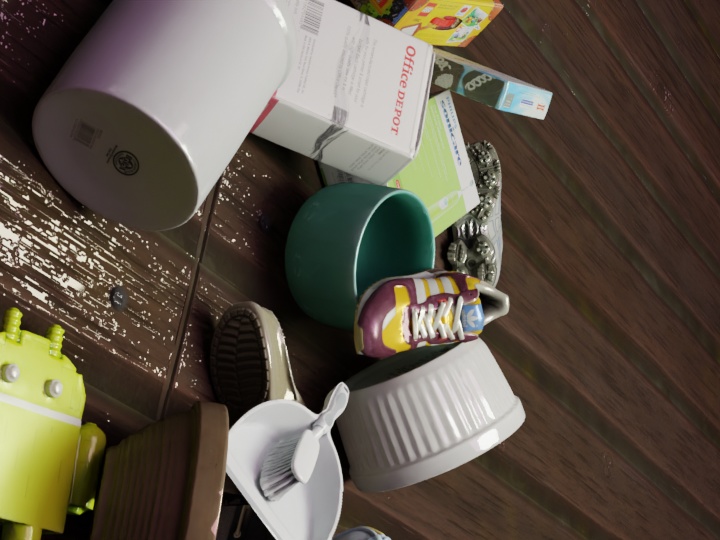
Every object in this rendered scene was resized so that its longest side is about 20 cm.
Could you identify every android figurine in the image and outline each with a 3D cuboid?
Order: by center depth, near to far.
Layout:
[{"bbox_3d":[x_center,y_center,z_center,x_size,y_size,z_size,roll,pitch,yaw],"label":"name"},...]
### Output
[{"bbox_3d":[-0.273,0.132,1.005,0.182,0.041,0.202,32,58,-48],"label":"android figurine"}]

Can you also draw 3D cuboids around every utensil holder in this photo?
[{"bbox_3d":[-0.167,-0.158,1.119,0.170,0.169,0.201,55,43,-33],"label":"utensil holder"}]

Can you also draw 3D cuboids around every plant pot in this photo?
[{"bbox_3d":[-0.172,0.201,1.053,0.092,0.201,0.203,13,66,-11],"label":"plant pot"}]

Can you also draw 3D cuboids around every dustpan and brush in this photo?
[{"bbox_3d":[-0.050,0.160,1.188,0.140,0.057,0.200,55,19,-11],"label":"dustpan and brush"}]

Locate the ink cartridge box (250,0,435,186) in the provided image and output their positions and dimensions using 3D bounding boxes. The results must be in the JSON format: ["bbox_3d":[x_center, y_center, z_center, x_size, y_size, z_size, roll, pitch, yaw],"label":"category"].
[{"bbox_3d":[-0.033,-0.194,1.324,0.198,0.085,0.147,20,61,-17],"label":"ink cartridge box"}]

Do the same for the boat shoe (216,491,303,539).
[{"bbox_3d":[-0.100,0.301,1.172,0.074,0.092,0.202,19,66,-52],"label":"boat shoe"}]

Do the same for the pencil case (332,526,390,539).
[{"bbox_3d":[0.024,0.359,1.333,0.201,0.090,0.083,64,-6,-26],"label":"pencil case"}]

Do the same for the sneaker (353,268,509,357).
[{"bbox_3d":[0.073,0.042,1.299,0.199,0.089,0.076,-24,118,-51],"label":"sneaker"}]

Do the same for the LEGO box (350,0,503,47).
[{"bbox_3d":[0.059,-0.347,1.525,0.149,0.077,0.199,55,31,15],"label":"LEGO box"}]

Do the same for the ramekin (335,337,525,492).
[{"bbox_3d":[0.065,0.144,1.371,0.200,0.199,0.106,-28,96,-55],"label":"ramekin"}]

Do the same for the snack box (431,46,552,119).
[{"bbox_3d":[0.117,-0.234,1.537,0.116,0.199,0.037,1,113,-55],"label":"snack box"}]

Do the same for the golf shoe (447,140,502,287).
[{"bbox_3d":[0.150,-0.064,1.668,0.097,0.078,0.202,32,61,-69],"label":"golf shoe"}]

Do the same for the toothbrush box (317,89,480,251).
[{"bbox_3d":[0.047,-0.110,1.494,0.200,0.085,0.147,-36,113,-52],"label":"toothbrush box"}]

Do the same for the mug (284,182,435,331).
[{"bbox_3d":[-0.006,0.000,1.355,0.152,0.114,0.187,-34,125,-47],"label":"mug"}]

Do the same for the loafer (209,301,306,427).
[{"bbox_3d":[-0.093,0.124,1.249,0.068,0.075,0.202,-25,112,-56],"label":"loafer"}]
